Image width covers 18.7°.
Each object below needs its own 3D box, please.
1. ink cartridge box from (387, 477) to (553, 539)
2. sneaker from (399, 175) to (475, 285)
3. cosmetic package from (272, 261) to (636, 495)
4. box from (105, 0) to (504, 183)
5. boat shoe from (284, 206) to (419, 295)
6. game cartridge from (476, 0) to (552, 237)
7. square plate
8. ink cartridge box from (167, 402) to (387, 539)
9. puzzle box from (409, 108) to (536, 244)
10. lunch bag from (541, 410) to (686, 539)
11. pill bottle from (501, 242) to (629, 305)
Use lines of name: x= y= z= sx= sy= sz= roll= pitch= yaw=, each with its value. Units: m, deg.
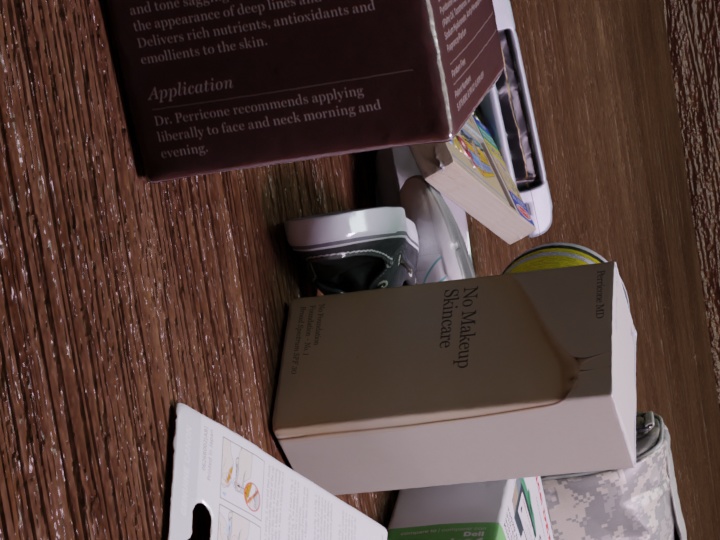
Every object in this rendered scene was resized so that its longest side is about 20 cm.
ink cartridge box: x=0.078 y=0.206 z=1.503 sx=0.200 sy=0.084 sz=0.147 roll=-68 pitch=148 yaw=-61
sneaker: x=0.042 y=0.033 z=1.466 sx=0.070 sy=0.080 sz=0.201 roll=41 pitch=37 yaw=-70
cosmetic package: x=0.057 y=0.064 z=1.267 sx=0.073 sy=0.199 sz=0.104 roll=66 pitch=22 yaw=-45
box: x=-0.031 y=-0.167 z=1.112 sx=0.164 sy=0.165 sz=0.201 roll=-52 pitch=133 yaw=-68
boat shoe: x=0.000 y=0.000 z=1.359 sx=0.200 sy=0.069 sz=0.067 roll=25 pitch=57 yaw=-81
game cartridge: x=0.093 y=-0.133 z=1.697 sx=0.133 sy=0.041 sz=0.201 roll=-139 pitch=-146 yaw=-69
square plate: x=0.049 y=-0.013 z=1.608 sx=0.198 sy=0.028 sz=0.201 roll=-36 pitch=118 yaw=-73
ink cartridge box: x=-0.056 y=0.181 z=1.134 sx=0.200 sy=0.050 sz=0.163 roll=36 pitch=47 yaw=-46
puzzle box: x=0.062 y=-0.101 z=1.555 sx=0.134 sy=0.025 sz=0.200 roll=66 pitch=14 yaw=19
lunch bag: x=0.172 y=0.210 z=1.693 sx=0.139 sy=0.167 sz=0.201 roll=-66 pitch=146 yaw=-63
pill bottle: x=0.144 y=0.056 z=1.666 sx=0.200 sy=0.112 sz=0.113 roll=-54 pitch=135 yaw=-71
